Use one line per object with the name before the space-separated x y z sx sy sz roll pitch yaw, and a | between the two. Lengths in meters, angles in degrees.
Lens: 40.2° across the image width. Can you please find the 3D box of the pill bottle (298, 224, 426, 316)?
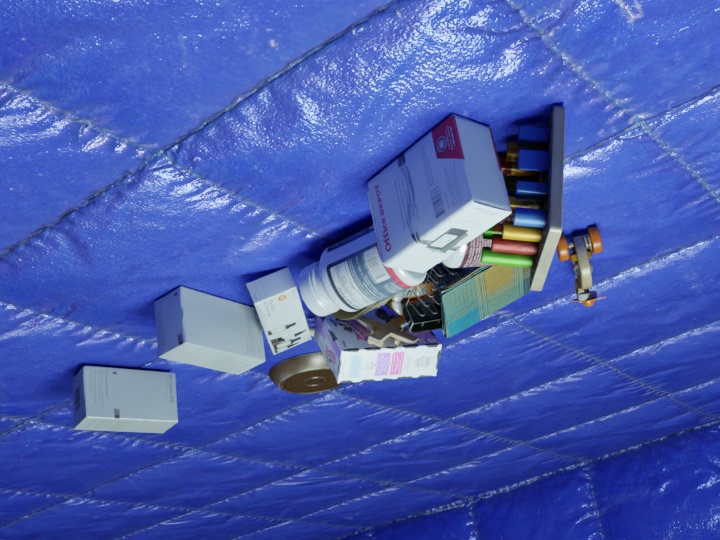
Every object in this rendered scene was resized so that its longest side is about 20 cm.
pill bottle | 0.000 0.000 1.639 0.199 0.121 0.119 -24 152 29

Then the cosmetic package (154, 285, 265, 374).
cosmetic package | -0.272 0.112 1.785 0.081 0.114 0.199 -28 148 33

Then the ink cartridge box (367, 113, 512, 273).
ink cartridge box | 0.109 -0.106 1.426 0.083 0.147 0.200 10 148 -37

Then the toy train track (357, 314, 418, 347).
toy train track | 0.064 0.107 1.793 0.114 0.033 0.200 21 -157 21

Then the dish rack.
dish rack | 0.163 0.017 1.731 0.152 0.055 0.201 -9 137 -33

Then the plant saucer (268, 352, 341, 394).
plant saucer | -0.105 0.235 2.195 0.198 0.035 0.201 -7 155 -3

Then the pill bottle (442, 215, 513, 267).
pill bottle | 0.186 -0.064 1.580 0.198 0.115 0.114 -3 154 -15

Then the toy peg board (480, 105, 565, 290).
toy peg board | 0.234 -0.104 1.437 0.097 0.202 0.200 5 155 4

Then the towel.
towel | 0.226 0.032 1.740 0.199 0.022 0.147 -29 144 -13

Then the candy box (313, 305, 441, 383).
candy box | 0.029 0.132 1.848 0.198 0.168 0.072 -2 118 -20

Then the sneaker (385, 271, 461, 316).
sneaker | 0.129 0.041 1.843 0.198 0.079 0.077 -2 -175 -30

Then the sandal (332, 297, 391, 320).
sandal | 0.024 0.034 1.778 0.199 0.081 0.054 -27 158 23

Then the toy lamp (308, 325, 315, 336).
toy lamp | -0.076 0.118 1.935 0.198 0.059 0.058 1 153 -20

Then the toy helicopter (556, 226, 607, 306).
toy helicopter | 0.412 0.017 1.810 0.078 0.134 0.200 -13 155 7

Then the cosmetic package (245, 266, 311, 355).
cosmetic package | -0.145 0.077 1.785 0.082 0.051 0.201 -24 149 -8

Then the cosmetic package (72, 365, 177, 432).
cosmetic package | -0.481 0.266 2.013 0.198 0.114 0.081 6 151 -33
